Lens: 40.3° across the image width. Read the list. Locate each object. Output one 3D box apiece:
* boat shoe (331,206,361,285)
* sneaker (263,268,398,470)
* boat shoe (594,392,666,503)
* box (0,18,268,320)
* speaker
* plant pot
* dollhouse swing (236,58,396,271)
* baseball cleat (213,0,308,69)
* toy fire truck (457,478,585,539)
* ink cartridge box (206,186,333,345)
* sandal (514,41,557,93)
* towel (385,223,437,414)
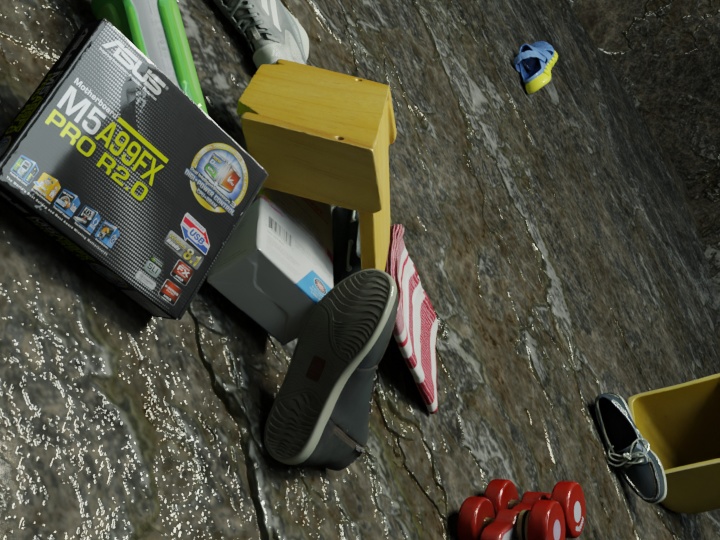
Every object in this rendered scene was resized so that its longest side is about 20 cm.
[{"bbox_3d":[0.000,0.000,1.138,0.076,0.060,0.201,26,46,-50],"label":"boat shoe"},{"bbox_3d":[-0.012,0.097,0.946,0.075,0.200,0.106,29,-1,33],"label":"sneaker"},{"bbox_3d":[0.455,0.300,1.664,0.062,0.075,0.201,14,54,-58],"label":"boat shoe"},{"bbox_3d":[-0.190,-0.079,0.812,0.200,0.044,0.161,44,65,-34],"label":"box"},{"bbox_3d":[-0.197,-0.189,0.929,0.088,0.088,0.201,11,58,-57],"label":"speaker"},{"bbox_3d":[0.631,0.345,1.827,0.200,0.195,0.195,56,27,-34],"label":"plant pot"},{"bbox_3d":[-0.042,-0.096,1.033,0.181,0.176,0.200,13,29,-1],"label":"dollhouse swing"},{"bbox_3d":[-0.125,-0.300,1.168,0.200,0.070,0.107,37,37,-40],"label":"baseball cleat"},{"bbox_3d":[0.195,0.343,1.156,0.200,0.112,0.169,-8,92,-61],"label":"toy fire truck"},{"bbox_3d":[-0.087,-0.038,1.000,0.115,0.068,0.200,45,27,-33],"label":"ink cartridge box"},{"bbox_3d":[0.395,-0.483,2.229,0.087,0.079,0.200,50,29,-19],"label":"sandal"},{"bbox_3d":[0.065,0.059,1.174,0.200,0.023,0.144,65,20,-44],"label":"towel"}]
